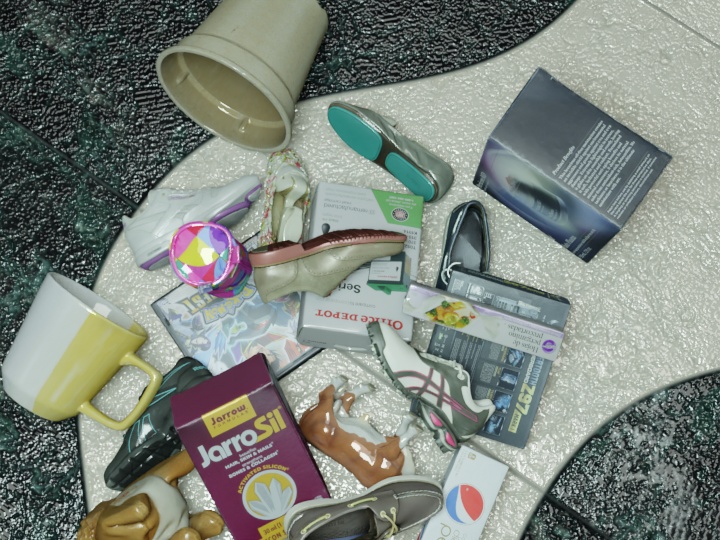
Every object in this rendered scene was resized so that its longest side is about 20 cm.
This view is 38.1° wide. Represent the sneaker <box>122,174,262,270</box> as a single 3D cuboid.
[{"bbox_3d":[-0.228,-0.085,1.388,0.200,0.075,0.100,-30,78,-1],"label":"sneaker"}]

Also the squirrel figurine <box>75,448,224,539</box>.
[{"bbox_3d":[-0.248,0.357,1.284,0.200,0.142,0.187,-30,98,20],"label":"squirrel figurine"}]

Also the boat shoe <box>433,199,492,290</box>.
[{"bbox_3d":[0.141,0.006,1.384,0.075,0.062,0.201,11,80,-6],"label":"boat shoe"}]

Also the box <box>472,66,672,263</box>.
[{"bbox_3d":[0.262,-0.128,1.345,0.198,0.200,0.123,36,81,8],"label":"box"}]

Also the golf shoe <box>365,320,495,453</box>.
[{"bbox_3d":[0.082,0.128,1.284,0.088,0.077,0.200,-36,109,5],"label":"golf shoe"}]

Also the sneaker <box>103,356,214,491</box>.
[{"bbox_3d":[-0.259,0.198,1.342,0.200,0.075,0.079,-47,54,1],"label":"sneaker"}]

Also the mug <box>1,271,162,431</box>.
[{"bbox_3d":[-0.363,0.113,1.312,0.186,0.149,0.153,33,87,42],"label":"mug"}]

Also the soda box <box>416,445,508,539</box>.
[{"bbox_3d":[0.116,0.325,1.316,0.068,0.064,0.201,24,80,4],"label":"soda box"}]

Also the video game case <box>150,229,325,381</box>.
[{"bbox_3d":[-0.147,0.063,1.388,0.200,0.026,0.181,-34,81,-7],"label":"video game case"}]

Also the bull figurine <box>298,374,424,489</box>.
[{"bbox_3d":[0.015,0.222,1.324,0.200,0.065,0.122,31,101,10],"label":"bull figurine"}]

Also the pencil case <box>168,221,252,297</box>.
[{"bbox_3d":[-0.181,-0.011,1.289,0.088,0.200,0.089,0,87,-1],"label":"pencil case"}]

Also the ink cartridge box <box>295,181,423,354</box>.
[{"bbox_3d":[0.000,0.000,1.357,0.146,0.084,0.201,7,71,-7],"label":"ink cartridge box"}]

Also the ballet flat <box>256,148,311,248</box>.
[{"bbox_3d":[-0.093,-0.081,1.381,0.075,0.064,0.201,16,63,-28],"label":"ballet flat"}]

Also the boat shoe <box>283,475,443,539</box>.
[{"bbox_3d":[0.011,0.297,1.245,0.199,0.060,0.072,-9,110,-13],"label":"boat shoe"}]

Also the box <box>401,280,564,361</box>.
[{"bbox_3d":[0.149,0.061,1.284,0.199,0.041,0.039,17,99,0],"label":"box"}]

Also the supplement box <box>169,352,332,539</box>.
[{"bbox_3d":[-0.130,0.225,1.274,0.131,0.103,0.200,-26,109,-5],"label":"supplement box"}]

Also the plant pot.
[{"bbox_3d":[-0.139,-0.292,1.392,0.200,0.201,0.184,27,68,5],"label":"plant pot"}]

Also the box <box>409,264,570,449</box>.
[{"bbox_3d":[0.164,0.110,1.337,0.157,0.051,0.201,16,100,4],"label":"box"}]

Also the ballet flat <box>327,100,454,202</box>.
[{"bbox_3d":[0.043,-0.171,1.429,0.200,0.067,0.064,40,53,7],"label":"ballet flat"}]

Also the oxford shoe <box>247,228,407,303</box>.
[{"bbox_3d":[-0.037,-0.007,1.286,0.199,0.070,0.075,-10,100,-11],"label":"oxford shoe"}]
